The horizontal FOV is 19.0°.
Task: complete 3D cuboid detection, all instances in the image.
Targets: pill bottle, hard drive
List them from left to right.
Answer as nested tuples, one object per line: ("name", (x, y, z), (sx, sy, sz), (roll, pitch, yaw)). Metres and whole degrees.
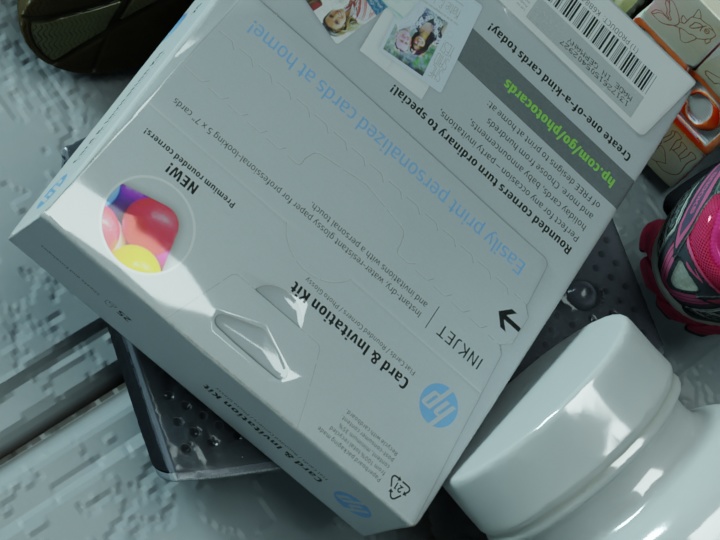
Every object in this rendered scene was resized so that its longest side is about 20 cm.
("hard drive", (0.000, 0.000, 0.761), (0.199, 0.042, 0.135), (-13, 74, -29))
("pill bottle", (0.120, 0.116, 0.711), (0.200, 0.111, 0.111), (49, 58, -6))

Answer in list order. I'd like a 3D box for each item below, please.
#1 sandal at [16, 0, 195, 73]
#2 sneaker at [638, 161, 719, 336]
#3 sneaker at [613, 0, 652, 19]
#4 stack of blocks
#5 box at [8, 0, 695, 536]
("sandal", (-0.038, -0.124, 0.792), (0.199, 0.082, 0.055), (-19, 55, -22))
("sneaker", (0.196, -0.037, 0.763), (0.200, 0.075, 0.081), (-32, 86, -6))
("sneaker", (0.106, -0.183, 0.860), (0.088, 0.077, 0.201), (20, 82, 2))
("stack of blocks", (0.185, -0.130, 0.855), (0.059, 0.115, 0.200), (46, 57, 4))
("box", (0.005, -0.038, 0.716), (0.156, 0.041, 0.200), (41, 64, -13))
